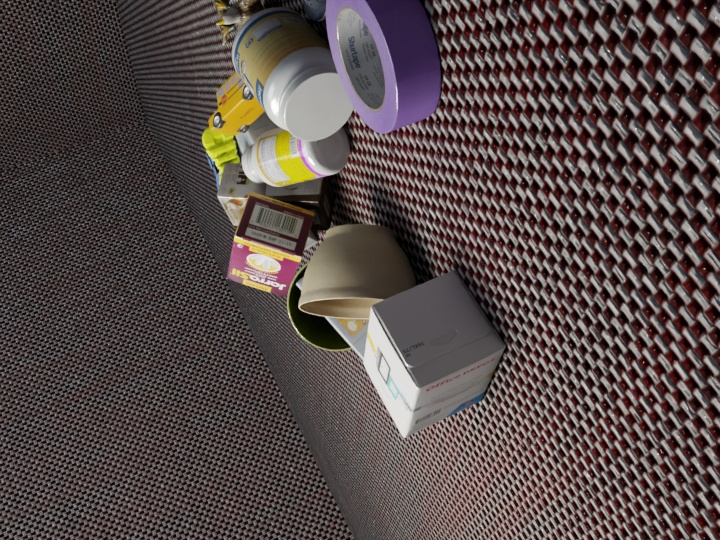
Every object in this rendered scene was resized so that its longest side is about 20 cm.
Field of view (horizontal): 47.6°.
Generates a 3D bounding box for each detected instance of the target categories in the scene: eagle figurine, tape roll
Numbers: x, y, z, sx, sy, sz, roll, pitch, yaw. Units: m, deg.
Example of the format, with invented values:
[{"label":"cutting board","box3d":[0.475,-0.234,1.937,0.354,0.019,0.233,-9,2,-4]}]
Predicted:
[{"label":"eagle figurine","box3d":[-0.190,-0.465,1.444,0.200,0.151,0.152,-3,150,46]},{"label":"tape roll","box3d":[0.027,-0.283,1.062,0.200,0.066,0.200,56,161,31]}]

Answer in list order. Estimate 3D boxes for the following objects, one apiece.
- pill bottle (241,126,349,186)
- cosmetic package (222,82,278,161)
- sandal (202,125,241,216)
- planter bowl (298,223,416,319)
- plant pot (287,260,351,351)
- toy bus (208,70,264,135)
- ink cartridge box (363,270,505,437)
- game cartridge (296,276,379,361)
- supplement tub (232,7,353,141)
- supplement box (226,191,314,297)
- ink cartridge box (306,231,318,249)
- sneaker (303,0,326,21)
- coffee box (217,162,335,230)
[{"label":"pill bottle","box3d":[-0.121,-0.206,1.442,0.200,0.104,0.104,-6,109,45]},{"label":"cosmetic package","box3d":[-0.189,-0.270,1.678,0.200,0.123,0.199,63,164,19]},{"label":"sandal","box3d":[-0.271,-0.202,1.694,0.087,0.079,0.200,-179,74,-77]},{"label":"planter bowl","box3d":[0.000,0.000,1.362,0.200,0.200,0.135,136,137,-73]},{"label":"plant pot","box3d":[-0.054,0.048,1.624,0.200,0.187,0.187,-134,23,-81]},{"label":"toy bus","box3d":[-0.207,-0.325,1.500,0.200,0.065,0.078,-29,66,45]},{"label":"ink cartridge box","box3d":[0.104,0.129,1.231,0.146,0.147,0.200,60,162,26]},{"label":"game cartridge","box3d":[-0.004,0.053,1.473,0.200,0.133,0.042,47,177,14]},{"label":"supplement tub","box3d":[-0.107,-0.313,1.305,0.200,0.144,0.145,55,160,37]},{"label":"supplement box","box3d":[-0.175,-0.046,1.557,0.200,0.131,0.103,118,167,-64]},{"label":"ink cartridge box","box3d":[-0.179,-0.151,1.817,0.200,0.045,0.176,62,-169,14]},{"label":"sneaker","box3d":[-0.107,-0.418,1.166,0.077,0.146,0.202,60,164,18]},{"label":"coffee box","box3d":[-0.159,-0.142,1.576,0.114,0.200,0.080,70,-154,-62]}]
